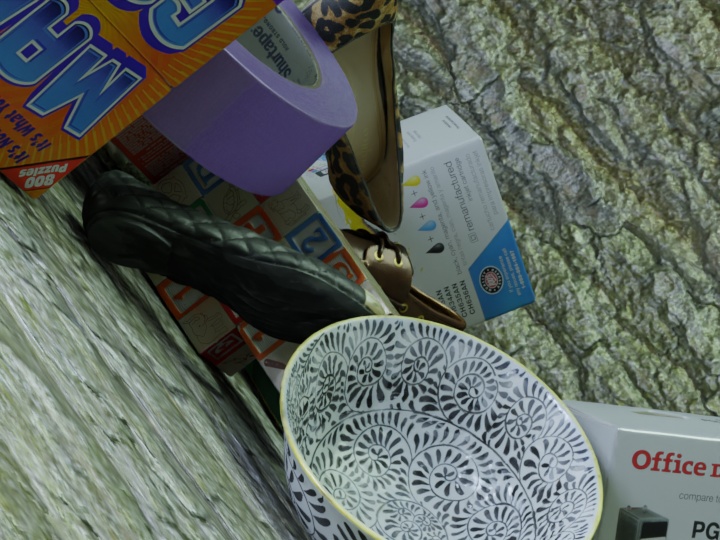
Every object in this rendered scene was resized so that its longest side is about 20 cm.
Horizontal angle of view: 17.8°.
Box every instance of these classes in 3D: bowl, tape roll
[{"bbox_3d":[0.032,0.129,1.339,0.200,0.094,0.201,17,38,-14],"label":"bowl"},{"bbox_3d":[-0.093,-0.141,1.393,0.200,0.066,0.200,43,18,-18],"label":"tape roll"}]

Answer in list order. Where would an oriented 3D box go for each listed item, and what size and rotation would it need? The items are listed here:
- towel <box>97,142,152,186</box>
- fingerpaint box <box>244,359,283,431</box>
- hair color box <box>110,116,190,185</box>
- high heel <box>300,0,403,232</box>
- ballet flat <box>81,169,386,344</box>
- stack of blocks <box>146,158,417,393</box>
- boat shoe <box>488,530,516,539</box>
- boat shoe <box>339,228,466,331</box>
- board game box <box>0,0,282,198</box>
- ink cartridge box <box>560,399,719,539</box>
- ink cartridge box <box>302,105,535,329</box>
[{"bbox_3d":[-0.140,-0.050,1.735,0.200,0.036,0.149,50,4,-35],"label":"towel"},{"bbox_3d":[-0.018,0.083,1.652,0.200,0.073,0.167,50,4,-47],"label":"fingerpaint box"},{"bbox_3d":[-0.139,-0.112,1.519,0.111,0.064,0.200,56,3,32],"label":"hair color box"},{"bbox_3d":[0.011,-0.113,1.519,0.143,0.071,0.200,63,-19,10],"label":"high heel"},{"bbox_3d":[-0.071,-0.008,1.371,0.199,0.067,0.057,24,43,-16],"label":"ballet flat"},{"bbox_3d":[-0.055,0.015,1.464,0.200,0.115,0.059,54,4,23],"label":"stack of blocks"},{"bbox_3d":[0.054,0.197,1.437,0.074,0.068,0.199,45,-18,-31],"label":"boat shoe"},{"bbox_3d":[0.000,0.000,1.584,0.200,0.067,0.072,46,7,-35],"label":"boat shoe"},{"bbox_3d":[-0.185,-0.204,1.220,0.200,0.200,0.200,54,3,30],"label":"board game box"},{"bbox_3d":[0.181,0.192,1.441,0.146,0.201,0.083,7,4,-26],"label":"ink cartridge box"},{"bbox_3d":[0.012,-0.021,1.839,0.145,0.199,0.148,-122,-168,-73],"label":"ink cartridge box"}]
